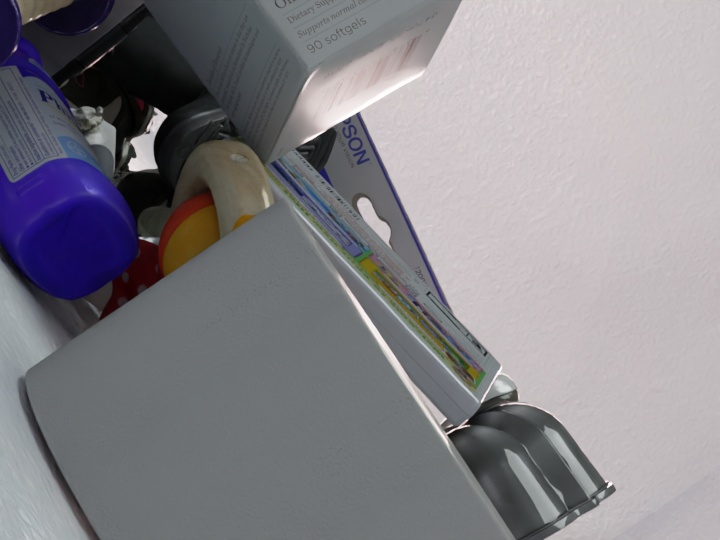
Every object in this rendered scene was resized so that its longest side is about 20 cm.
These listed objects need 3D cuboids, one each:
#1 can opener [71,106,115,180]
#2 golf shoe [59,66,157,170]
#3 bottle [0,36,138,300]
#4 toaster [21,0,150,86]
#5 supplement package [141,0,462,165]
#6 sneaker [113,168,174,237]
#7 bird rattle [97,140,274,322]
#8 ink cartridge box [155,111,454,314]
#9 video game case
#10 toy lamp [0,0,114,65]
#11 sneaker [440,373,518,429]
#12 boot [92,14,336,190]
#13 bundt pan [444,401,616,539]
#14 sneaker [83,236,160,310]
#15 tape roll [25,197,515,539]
[{"bbox_3d":[-0.171,-0.049,1.414,0.053,0.067,0.200,16,18,-12],"label":"can opener"},{"bbox_3d":[-0.219,-0.136,1.663,0.088,0.077,0.200,17,11,-40],"label":"golf shoe"},{"bbox_3d":[-0.184,-0.073,1.293,0.200,0.065,0.084,56,1,42],"label":"bottle"},{"bbox_3d":[-0.195,-0.187,1.463,0.119,0.181,0.200,50,3,-24],"label":"toaster"},{"bbox_3d":[-0.053,-0.182,1.298,0.200,0.117,0.117,53,-24,11],"label":"supplement package"},{"bbox_3d":[-0.088,-0.028,1.589,0.200,0.077,0.089,24,12,-31],"label":"sneaker"},{"bbox_3d":[-0.072,0.010,1.257,0.200,0.112,0.163,-104,-154,-58],"label":"bird rattle"},{"bbox_3d":[-0.046,-0.004,1.663,0.199,0.200,0.043,66,24,-7],"label":"ink cartridge box"},{"bbox_3d":[0.000,0.000,1.376,0.200,0.022,0.182,47,8,2],"label":"video game case"},{"bbox_3d":[-0.173,-0.144,1.286,0.058,0.058,0.200,56,18,-7],"label":"toy lamp"},{"bbox_3d":[0.057,0.161,1.488,0.082,0.200,0.077,30,3,9],"label":"sneaker"},{"bbox_3d":[-0.134,-0.125,1.553,0.200,0.066,0.165,40,20,25],"label":"boot"},{"bbox_3d":[0.038,0.137,1.357,0.076,0.202,0.202,61,0,3],"label":"bundt pan"},{"bbox_3d":[-0.104,0.034,1.447,0.200,0.073,0.071,27,50,-54],"label":"sneaker"},{"bbox_3d":[-0.034,0.088,1.049,0.203,0.139,0.203,57,0,-1],"label":"tape roll"}]
